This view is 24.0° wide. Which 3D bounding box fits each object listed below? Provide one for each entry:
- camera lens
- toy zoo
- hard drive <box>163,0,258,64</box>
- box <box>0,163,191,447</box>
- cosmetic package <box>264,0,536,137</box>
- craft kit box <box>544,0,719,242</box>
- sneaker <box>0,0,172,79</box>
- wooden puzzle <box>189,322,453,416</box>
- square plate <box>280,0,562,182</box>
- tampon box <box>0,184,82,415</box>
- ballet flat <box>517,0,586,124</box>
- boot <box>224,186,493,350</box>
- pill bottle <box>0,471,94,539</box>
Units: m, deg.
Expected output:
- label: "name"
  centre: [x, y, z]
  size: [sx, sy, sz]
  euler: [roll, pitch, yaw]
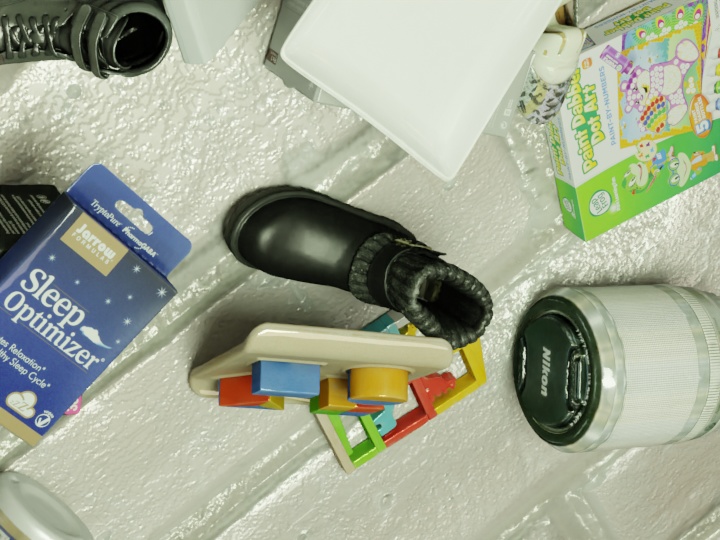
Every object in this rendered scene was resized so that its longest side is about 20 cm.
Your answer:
- label: "camera lens"
  centre: [0.263, 0.095, 1.670]
  size: [0.199, 0.160, 0.161]
  euler: [-1, 116, -29]
- label: "toy zoo"
  centre: [0.044, 0.096, 1.635]
  size: [0.200, 0.020, 0.132]
  euler: [-32, 127, -10]
- label: "hard drive"
  centre: [-0.126, -0.277, 1.285]
  size: [0.132, 0.027, 0.201]
  euler: [-60, 143, -46]
- label: "box"
  centre: [-0.225, 0.026, 1.278]
  size: [0.200, 0.032, 0.121]
  euler: [-48, 128, -1]
- label: "cosmetic package"
  centre: [0.032, -0.177, 1.426]
  size: [0.199, 0.107, 0.091]
  euler: [10, 107, -35]
- label: "craft kit box"
  centre: [0.269, -0.155, 1.614]
  size: [0.197, 0.049, 0.201]
  euler: [-25, 125, -12]
- label: "sneaker"
  centre: [-0.233, -0.181, 1.278]
  size: [0.199, 0.099, 0.071]
  euler: [-14, 123, -21]
- label: "wooden puzzle"
  centre: [-0.038, 0.097, 1.480]
  size: [0.184, 0.200, 0.047]
  euler: [6, 72, -20]
- label: "square plate"
  centre: [0.052, -0.204, 1.347]
  size: [0.198, 0.028, 0.201]
  euler: [34, 86, -33]
- label: "tampon box"
  centre: [-0.322, 0.024, 1.321]
  size: [0.199, 0.126, 0.151]
  euler: [-2, 116, -29]
- label: "ballet flat"
  centre: [0.164, -0.224, 1.469]
  size: [0.072, 0.072, 0.201]
  euler: [-9, 104, -25]
- label: "boot"
  centre: [0.001, -0.002, 1.470]
  size: [0.210, 0.158, 0.080]
  euler: [7, 112, -32]
- label: "pill bottle"
  centre: [-0.332, 0.283, 1.467]
  size: [0.200, 0.111, 0.111]
  euler: [-49, 128, 3]
